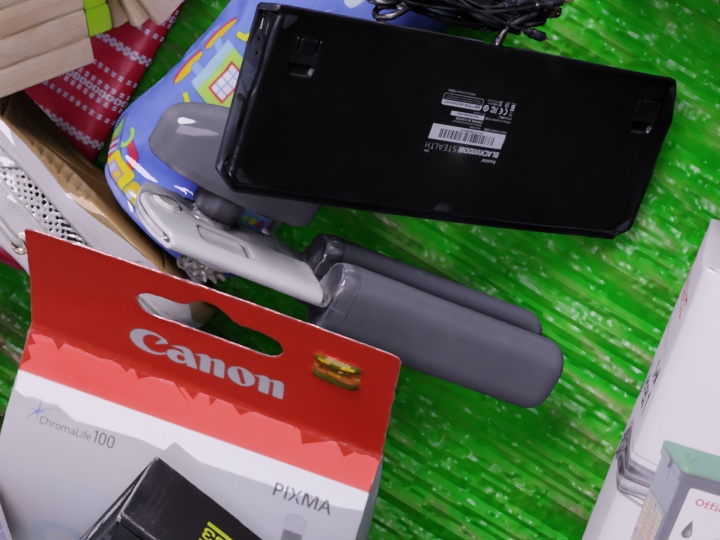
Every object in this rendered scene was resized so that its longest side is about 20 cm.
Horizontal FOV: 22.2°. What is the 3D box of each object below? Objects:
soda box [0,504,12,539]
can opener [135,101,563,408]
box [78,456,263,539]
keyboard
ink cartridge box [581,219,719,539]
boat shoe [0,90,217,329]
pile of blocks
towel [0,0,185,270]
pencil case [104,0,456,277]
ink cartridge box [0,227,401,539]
[{"bbox_3d":[-0.214,0.037,0.764,0.063,0.070,0.201,-11,98,48],"label":"soda box"},{"bbox_3d":[0.000,0.000,0.738,0.200,0.053,0.067,26,109,-26],"label":"can opener"},{"bbox_3d":[-0.069,0.202,0.789,0.193,0.048,0.200,38,124,-9],"label":"box"},{"bbox_3d":[0.039,-0.072,0.728,0.199,0.040,0.104,6,114,-33],"label":"keyboard"},{"bbox_3d":[0.140,0.090,0.726,0.084,0.146,0.201,21,102,8],"label":"ink cartridge box"},{"bbox_3d":[-0.152,-0.032,0.774,0.069,0.071,0.200,-44,93,9],"label":"boat shoe"},{"bbox_3d":[-0.101,-0.155,0.754,0.062,0.082,0.200,25,66,43],"label":"pile of blocks"},{"bbox_3d":[-0.161,-0.116,0.808,0.144,0.022,0.200,32,103,3],"label":"towel"},{"bbox_3d":[-0.025,-0.093,0.758,0.087,0.078,0.200,41,104,7],"label":"pencil case"},{"bbox_3d":[-0.074,0.084,0.759,0.160,0.047,0.200,19,141,7],"label":"ink cartridge box"}]
